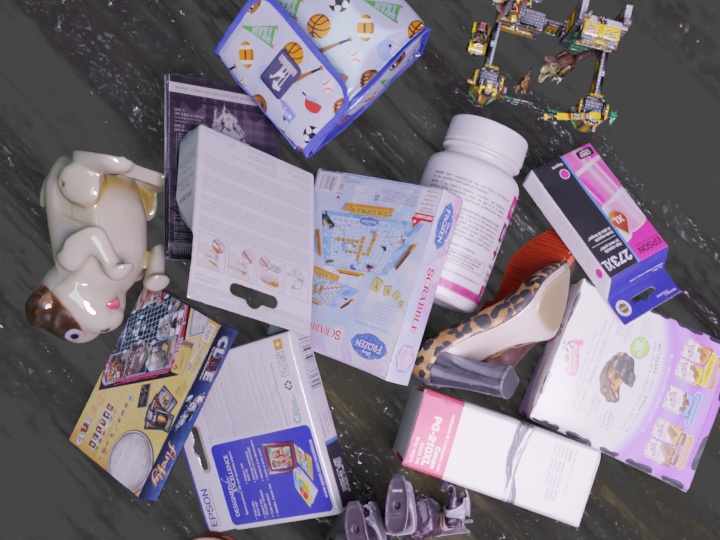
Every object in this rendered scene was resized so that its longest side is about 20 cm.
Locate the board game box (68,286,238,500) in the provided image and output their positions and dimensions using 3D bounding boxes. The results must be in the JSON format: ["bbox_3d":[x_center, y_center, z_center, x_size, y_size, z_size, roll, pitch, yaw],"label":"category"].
[{"bbox_3d":[-0.233,0.130,0.974,0.134,0.034,0.203,24,87,34],"label":"board game box"}]

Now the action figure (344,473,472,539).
[{"bbox_3d":[0.051,0.258,0.928,0.127,0.200,0.071,-18,72,15],"label":"action figure"}]

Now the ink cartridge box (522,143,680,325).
[{"bbox_3d":[0.278,-0.045,0.989,0.093,0.037,0.202,-24,72,-23],"label":"ink cartridge box"}]

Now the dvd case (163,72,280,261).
[{"bbox_3d":[-0.155,-0.111,0.992,0.146,0.016,0.206,2,86,-38],"label":"dvd case"}]

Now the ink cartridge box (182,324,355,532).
[{"bbox_3d":[-0.118,0.182,0.978,0.197,0.047,0.202,-17,89,34],"label":"ink cartridge box"}]

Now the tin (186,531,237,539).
[{"bbox_3d":[-0.196,0.391,0.986,0.111,0.042,0.202,35,90,-3],"label":"tin"}]

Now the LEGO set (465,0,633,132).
[{"bbox_3d":[0.220,-0.249,0.997,0.196,0.116,0.157,22,86,1],"label":"LEGO set"}]

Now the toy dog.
[{"bbox_3d":[-0.303,-0.022,0.966,0.189,0.139,0.205,9,87,17],"label":"toy dog"}]

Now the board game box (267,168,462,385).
[{"bbox_3d":[0.000,0.000,0.956,0.198,0.041,0.204,15,86,45],"label":"board game box"}]

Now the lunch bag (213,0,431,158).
[{"bbox_3d":[-0.045,-0.254,0.990,0.200,0.124,0.171,-42,88,-2],"label":"lunch bag"}]

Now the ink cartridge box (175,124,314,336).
[{"bbox_3d":[-0.123,-0.037,0.939,0.158,0.047,0.205,21,57,-37],"label":"ink cartridge box"}]

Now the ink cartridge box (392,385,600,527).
[{"bbox_3d":[0.143,0.198,0.954,0.196,0.145,0.086,19,84,0],"label":"ink cartridge box"}]

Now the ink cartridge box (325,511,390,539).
[{"bbox_3d":[0.010,0.332,0.916,0.115,0.200,0.068,30,88,1],"label":"ink cartridge box"}]

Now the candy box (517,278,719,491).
[{"bbox_3d":[0.304,0.128,0.999,0.196,0.072,0.171,24,86,0],"label":"candy box"}]

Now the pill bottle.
[{"bbox_3d":[0.113,-0.063,0.987,0.111,0.113,0.204,21,87,0],"label":"pill bottle"}]

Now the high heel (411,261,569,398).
[{"bbox_3d":[0.137,0.050,0.943,0.201,0.140,0.072,-50,129,-33],"label":"high heel"}]

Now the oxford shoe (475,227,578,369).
[{"bbox_3d":[0.202,0.031,1.017,0.201,0.071,0.073,-49,129,-13],"label":"oxford shoe"}]
